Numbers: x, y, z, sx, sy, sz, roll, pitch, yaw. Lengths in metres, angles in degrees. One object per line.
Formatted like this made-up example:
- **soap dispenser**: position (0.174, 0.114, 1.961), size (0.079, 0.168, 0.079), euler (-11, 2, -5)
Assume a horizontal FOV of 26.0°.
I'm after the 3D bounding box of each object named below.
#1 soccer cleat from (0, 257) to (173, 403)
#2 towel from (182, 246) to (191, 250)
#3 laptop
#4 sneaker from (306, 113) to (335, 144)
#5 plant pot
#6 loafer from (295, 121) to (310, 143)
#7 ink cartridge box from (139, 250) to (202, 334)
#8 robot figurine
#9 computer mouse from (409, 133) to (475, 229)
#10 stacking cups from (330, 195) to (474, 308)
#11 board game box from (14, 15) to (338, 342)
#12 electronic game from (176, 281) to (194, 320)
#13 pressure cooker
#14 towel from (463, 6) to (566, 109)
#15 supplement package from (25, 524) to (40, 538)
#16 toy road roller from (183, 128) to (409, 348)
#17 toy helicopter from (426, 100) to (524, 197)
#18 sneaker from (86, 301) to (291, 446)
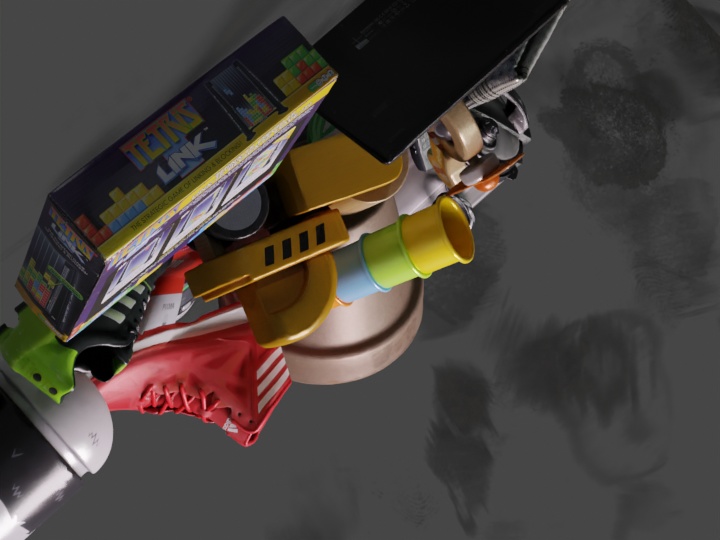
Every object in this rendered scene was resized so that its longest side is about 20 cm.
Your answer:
- **soccer cleat**: position (-0.195, 0.036, 1.189), size (0.067, 0.081, 0.200), euler (-43, 179, 36)
- **towel**: position (-0.147, -0.044, 1.424), size (0.200, 0.023, 0.145), euler (-44, 179, 34)
- **laptop**: position (0.035, -0.159, 1.202), size (0.187, 0.200, 0.116), euler (-42, 145, -12)
- **sneaker**: position (0.021, -0.176, 1.362), size (0.200, 0.074, 0.084), euler (-47, 163, 7)
- **plant pot**: position (-0.034, -0.022, 1.444), size (0.200, 0.200, 0.175), euler (-42, 156, -30)
- **loafer**: position (-0.060, -0.101, 1.559), size (0.063, 0.072, 0.200), euler (-18, 167, -14)
- **ink cartridge box**: position (-0.197, 0.041, 1.372), size (0.200, 0.047, 0.160), euler (-38, 170, 15)
- **robot figurine**: position (-0.292, 0.153, 1.243), size (0.200, 0.125, 0.150), euler (-42, -178, -12)
- **computer mouse**: position (0.078, -0.104, 1.545), size (0.058, 0.034, 0.201), euler (-35, 140, -16)
- **stacking cups**: position (0.000, 0.000, 1.332), size (0.199, 0.061, 0.060), euler (-24, -172, 28)
- **board game box**: position (-0.121, -0.056, 0.998), size (0.200, 0.057, 0.165), euler (-42, 177, -28)
- **electronic game**: position (-0.210, 0.035, 1.710), size (0.200, 0.042, 0.200), euler (-42, 179, -1)
- **pressure cooker**: position (0.076, -0.138, 1.649), size (0.200, 0.179, 0.176), euler (-42, 177, 31)
- **towel**: position (0.113, -0.209, 1.416), size (0.192, 0.034, 0.201), euler (-22, -145, 50)
- **supplement package**: position (-0.365, 0.219, 1.458), size (0.156, 0.111, 0.200), euler (-43, 178, -24)
- **toy road roller**: position (-0.047, -0.025, 1.259), size (0.199, 0.147, 0.123), euler (-22, -178, -17)
- **toy helicopter**: position (0.078, -0.108, 1.306), size (0.079, 0.132, 0.200), euler (-38, 163, -6)
- **sneaker**: position (-0.147, 0.108, 1.347), size (0.199, 0.116, 0.078), euler (-24, 164, -21)
